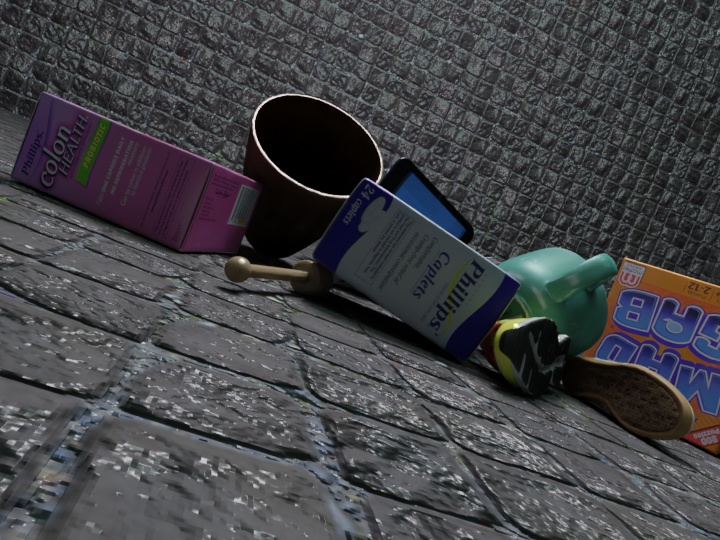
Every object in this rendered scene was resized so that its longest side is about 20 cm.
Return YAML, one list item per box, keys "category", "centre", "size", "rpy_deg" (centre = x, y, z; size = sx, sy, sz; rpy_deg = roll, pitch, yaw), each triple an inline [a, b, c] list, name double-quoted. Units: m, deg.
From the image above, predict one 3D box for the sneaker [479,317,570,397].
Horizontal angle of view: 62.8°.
- category: "sneaker"
  centre: [0.166, 0.087, 0.639]
  size: [0.090, 0.078, 0.200]
  rpy_deg: [15, -7, 29]

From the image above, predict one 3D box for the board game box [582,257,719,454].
- category: "board game box"
  centre: [0.468, 0.124, 0.849]
  size: [0.200, 0.201, 0.200]
  rpy_deg: [25, 4, 43]

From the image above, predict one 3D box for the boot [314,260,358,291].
- category: "boot"
  centre: [0.000, 0.000, 0.887]
  size: [0.095, 0.074, 0.200]
  rpy_deg: [36, 16, 10]

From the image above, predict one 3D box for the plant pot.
- category: "plant pot"
  centre: [-0.095, -0.111, 0.845]
  size: [0.186, 0.200, 0.187]
  rpy_deg: [17, 48, -20]

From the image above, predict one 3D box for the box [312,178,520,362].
- category: "box"
  centre: [0.061, -0.002, 0.693]
  size: [0.200, 0.105, 0.184]
  rpy_deg: [34, 4, 2]

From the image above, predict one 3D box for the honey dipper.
- category: "honey dipper"
  centre: [-0.075, 0.005, 0.579]
  size: [0.038, 0.038, 0.200]
  rpy_deg: [23, 4, 16]

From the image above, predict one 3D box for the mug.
- category: "mug"
  centre: [0.232, 0.041, 0.780]
  size: [0.114, 0.186, 0.152]
  rpy_deg: [-15, 36, -32]

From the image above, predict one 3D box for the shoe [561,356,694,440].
- category: "shoe"
  centre: [0.307, 0.138, 0.670]
  size: [0.053, 0.070, 0.200]
  rpy_deg: [13, 3, -14]

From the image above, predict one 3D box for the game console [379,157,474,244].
- category: "game console"
  centre: [0.096, -0.049, 0.931]
  size: [0.200, 0.118, 0.171]
  rpy_deg: [41, 22, -24]

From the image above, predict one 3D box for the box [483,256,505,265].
- category: "box"
  centre: [0.224, 0.034, 1.158]
  size: [0.199, 0.086, 0.164]
  rpy_deg: [-3, 15, -27]

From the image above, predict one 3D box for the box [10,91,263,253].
- category: "box"
  centre: [-0.238, -0.101, 0.671]
  size: [0.199, 0.097, 0.176]
  rpy_deg: [22, 3, 6]
